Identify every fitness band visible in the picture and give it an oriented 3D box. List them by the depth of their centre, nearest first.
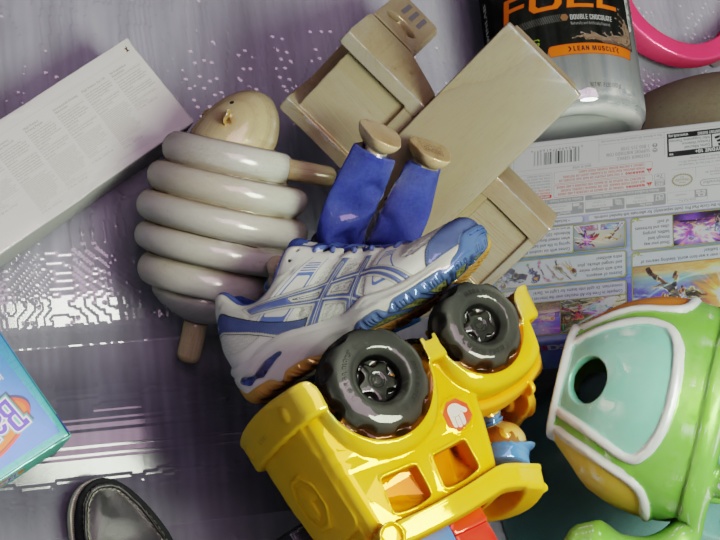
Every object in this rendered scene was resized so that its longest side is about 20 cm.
[{"bbox_3d":[0.288,-0.261,1.599,0.143,0.037,0.200,36,61,-3],"label":"fitness band"}]

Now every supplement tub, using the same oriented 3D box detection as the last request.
[{"bbox_3d":[0.159,-0.199,1.472,0.122,0.123,0.201,1,70,-21],"label":"supplement tub"}]

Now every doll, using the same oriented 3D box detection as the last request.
[{"bbox_3d":[0.000,0.000,1.277,0.136,0.201,0.049,16,21,-22],"label":"doll"}]

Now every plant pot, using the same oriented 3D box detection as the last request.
[{"bbox_3d":[0.224,0.154,1.345,0.199,0.161,0.202,7,69,-19],"label":"plant pot"}]

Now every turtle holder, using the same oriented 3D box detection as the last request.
[{"bbox_3d":[0.191,0.107,1.202,0.131,0.141,0.187,13,107,10],"label":"turtle holder"}]

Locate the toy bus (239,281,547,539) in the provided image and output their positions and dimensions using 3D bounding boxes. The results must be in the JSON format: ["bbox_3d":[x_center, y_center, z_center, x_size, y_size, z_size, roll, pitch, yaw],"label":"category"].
[{"bbox_3d":[0.052,0.126,1.177,0.199,0.136,0.193,-24,76,-29],"label":"toy bus"}]

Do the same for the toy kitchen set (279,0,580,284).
[{"bbox_3d":[0.083,-0.125,1.349,0.200,0.163,0.180,45,22,-3],"label":"toy kitchen set"}]

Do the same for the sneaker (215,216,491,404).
[{"bbox_3d":[-0.012,0.007,1.204,0.199,0.075,0.088,-31,76,12],"label":"sneaker"}]

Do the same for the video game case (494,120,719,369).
[{"bbox_3d":[0.196,-0.019,1.350,0.199,0.046,0.182,-6,55,16],"label":"video game case"}]

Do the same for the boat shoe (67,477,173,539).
[{"bbox_3d":[-0.137,0.227,1.225,0.074,0.066,0.200,-15,77,-25],"label":"boat shoe"}]

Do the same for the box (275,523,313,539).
[{"bbox_3d":[0.033,0.247,1.259,0.132,0.115,0.201,-29,83,-28],"label":"box"}]

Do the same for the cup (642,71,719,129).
[{"bbox_3d":[0.309,-0.082,1.477,0.199,0.143,0.201,7,69,-20],"label":"cup"}]

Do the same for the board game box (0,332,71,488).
[{"bbox_3d":[-0.314,0.074,1.223,0.152,0.045,0.200,-32,85,-29],"label":"board game box"}]

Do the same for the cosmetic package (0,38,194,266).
[{"bbox_3d":[-0.224,-0.080,1.314,0.200,0.051,0.083,-37,89,-29],"label":"cosmetic package"}]

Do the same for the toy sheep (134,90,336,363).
[{"bbox_3d":[-0.098,-0.031,1.305,0.137,0.138,0.201,11,90,-18],"label":"toy sheep"}]
